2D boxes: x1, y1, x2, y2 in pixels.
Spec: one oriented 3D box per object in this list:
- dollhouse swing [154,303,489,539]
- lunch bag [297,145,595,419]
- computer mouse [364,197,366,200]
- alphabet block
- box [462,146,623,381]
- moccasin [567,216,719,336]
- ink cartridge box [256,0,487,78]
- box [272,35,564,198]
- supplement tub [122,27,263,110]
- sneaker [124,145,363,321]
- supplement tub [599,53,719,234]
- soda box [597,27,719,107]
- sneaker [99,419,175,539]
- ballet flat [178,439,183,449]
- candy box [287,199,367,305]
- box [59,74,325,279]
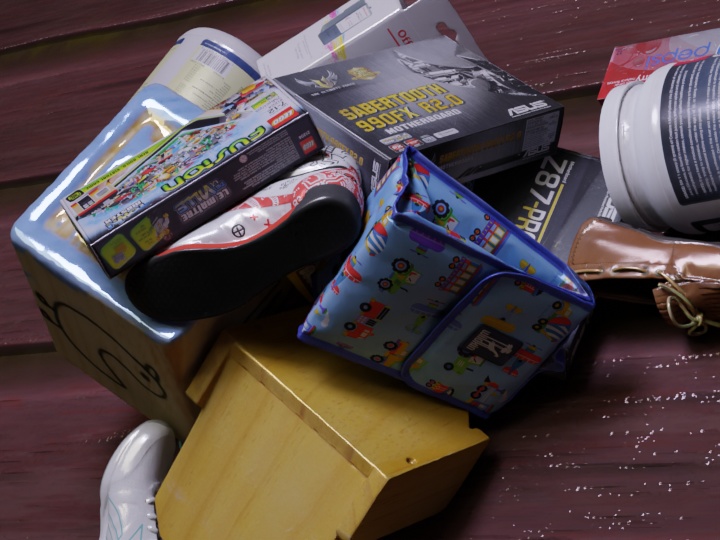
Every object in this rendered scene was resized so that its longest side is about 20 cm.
[{"bbox_3d":[-0.038,0.165,1.601,0.200,0.177,0.181,38,33,30],"label":"dollhouse swing"},{"bbox_3d":[0.076,0.025,1.543,0.151,0.199,0.094,-52,15,34],"label":"lunch bag"},{"bbox_3d":[0.044,-0.094,1.758,0.201,0.058,0.034,-66,7,-20],"label":"computer mouse"},{"bbox_3d":[-0.155,-0.001,1.692,0.195,0.201,0.197,33,66,24],"label":"alphabet block"},{"bbox_3d":[0.130,-0.018,1.656,0.160,0.049,0.201,17,59,15],"label":"box"},{"bbox_3d":[0.250,0.014,1.539,0.200,0.074,0.078,17,72,27],"label":"moccasin"},{"bbox_3d":[0.013,-0.203,1.940,0.199,0.117,0.068,-30,38,10],"label":"ink cartridge box"},{"bbox_3d":[0.047,-0.129,1.652,0.199,0.049,0.158,-18,40,-36],"label":"box"},{"bbox_3d":[-0.176,-0.129,1.996,0.144,0.145,0.201,13,60,46],"label":"supplement tub"},{"bbox_3d":[-0.087,-0.031,1.555,0.200,0.068,0.108,-23,26,15],"label":"sneaker"},{"bbox_3d":[0.305,-0.106,1.574,0.198,0.141,0.141,-10,45,32],"label":"supplement tub"},{"bbox_3d":[0.309,-0.164,1.697,0.198,0.064,0.070,-7,45,35],"label":"soda box"},{"bbox_3d":[-0.187,0.228,1.674,0.080,0.070,0.202,14,85,32],"label":"sneaker"},{"bbox_3d":[-0.107,0.088,1.785,0.070,0.069,0.202,3,55,16],"label":"ballet flat"},{"bbox_3d":[0.000,0.000,1.676,0.102,0.200,0.027,-31,67,3],"label":"candy box"},{"bbox_3d":[-0.134,-0.077,1.560,0.199,0.035,0.110,-32,29,-8],"label":"box"}]
